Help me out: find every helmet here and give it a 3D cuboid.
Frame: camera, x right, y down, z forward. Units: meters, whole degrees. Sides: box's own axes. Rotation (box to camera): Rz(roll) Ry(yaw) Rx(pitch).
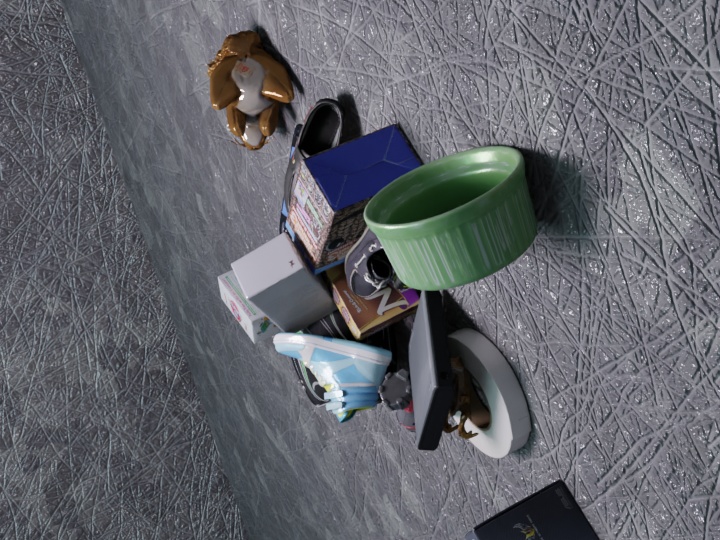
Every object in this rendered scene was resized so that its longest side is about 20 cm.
[{"bbox_3d":[-0.032,0.126,1.764,0.200,0.200,0.191,149,106,-69],"label":"helmet"}]

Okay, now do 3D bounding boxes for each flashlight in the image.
[{"bbox_3d":[0.074,0.218,1.661,0.200,0.068,0.068,48,-154,-67],"label":"flashlight"}]

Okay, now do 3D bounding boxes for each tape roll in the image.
[{"bbox_3d":[0.179,0.184,1.519,0.203,0.037,0.203,51,154,37],"label":"tape roll"}]

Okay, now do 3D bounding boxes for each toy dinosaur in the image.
[{"bbox_3d":[0.141,0.202,1.526,0.200,0.060,0.106,104,167,-53],"label":"toy dinosaur"}]

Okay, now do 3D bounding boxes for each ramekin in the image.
[{"bbox_3d":[0.113,-0.061,1.211,0.200,0.200,0.098,22,140,61],"label":"ramekin"}]

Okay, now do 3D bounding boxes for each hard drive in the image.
[{"bbox_3d":[0.103,0.144,1.503,0.200,0.033,0.140,-93,10,-49],"label":"hard drive"}]

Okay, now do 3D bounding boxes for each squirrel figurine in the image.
[{"bbox_3d":[-0.200,-0.319,1.823,0.187,0.141,0.200,88,166,-65],"label":"squirrel figurine"}]

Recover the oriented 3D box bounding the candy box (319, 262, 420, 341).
[{"bbox_3d":[0.000,0.000,1.641,0.200,0.117,0.056,61,166,15],"label":"candy box"}]

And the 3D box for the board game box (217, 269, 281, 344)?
[{"bbox_3d":[-0.148,0.035,1.924,0.148,0.200,0.064,48,153,40],"label":"board game box"}]

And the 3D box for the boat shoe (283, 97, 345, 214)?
[{"bbox_3d":[-0.076,-0.172,1.589,0.063,0.074,0.202,-60,-11,-82],"label":"boat shoe"}]

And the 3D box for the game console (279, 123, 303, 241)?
[{"bbox_3d":[-0.107,-0.146,1.713,0.177,0.031,0.200,-125,44,-79],"label":"game console"}]

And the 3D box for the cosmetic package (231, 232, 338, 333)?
[{"bbox_3d":[-0.116,0.026,1.612,0.071,0.101,0.200,61,-177,25],"label":"cosmetic package"}]

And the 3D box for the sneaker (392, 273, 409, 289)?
[{"bbox_3d":[0.095,-0.028,1.479,0.200,0.075,0.077,123,142,-63],"label":"sneaker"}]

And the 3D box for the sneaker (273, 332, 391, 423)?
[{"bbox_3d":[-0.057,0.171,1.624,0.080,0.200,0.131,20,-100,-69],"label":"sneaker"}]

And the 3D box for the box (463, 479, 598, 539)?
[{"bbox_3d":[0.260,0.412,1.393,0.200,0.158,0.051,60,158,20],"label":"box"}]

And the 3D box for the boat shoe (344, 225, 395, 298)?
[{"bbox_3d":[0.018,-0.006,1.508,0.200,0.073,0.063,114,164,-54],"label":"boat shoe"}]

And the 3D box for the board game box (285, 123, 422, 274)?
[{"bbox_3d":[-0.010,-0.103,1.505,0.097,0.159,0.200,60,159,17],"label":"board game box"}]

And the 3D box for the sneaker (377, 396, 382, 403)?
[{"bbox_3d":[-0.014,0.163,1.916,0.200,0.070,0.090,54,159,35],"label":"sneaker"}]
